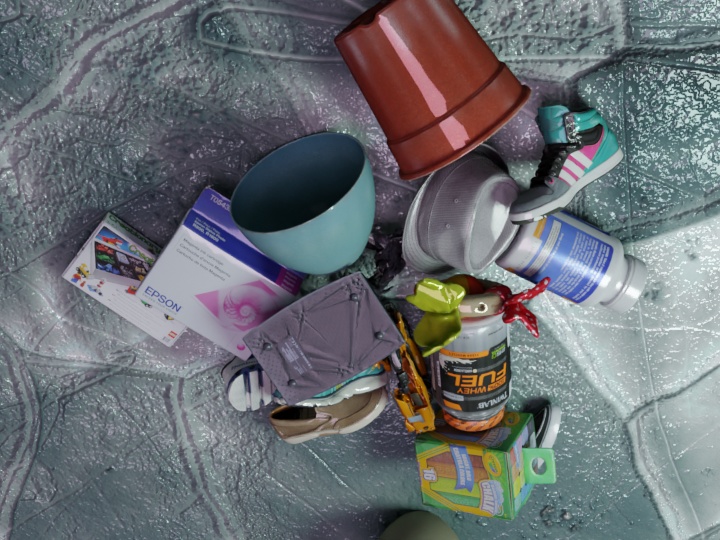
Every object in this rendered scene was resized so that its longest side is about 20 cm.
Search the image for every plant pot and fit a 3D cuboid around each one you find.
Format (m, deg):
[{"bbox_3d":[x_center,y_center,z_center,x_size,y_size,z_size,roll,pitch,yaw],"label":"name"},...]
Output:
[{"bbox_3d":[0.078,-0.251,1.261,0.200,0.201,0.196,-31,105,20],"label":"plant pot"},{"bbox_3d":[-0.060,-0.072,1.371,0.199,0.201,0.135,-18,129,14],"label":"plant pot"}]

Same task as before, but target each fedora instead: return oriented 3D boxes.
[{"bbox_3d":[0.153,-0.068,1.364,0.176,0.090,0.201,12,107,-41],"label":"fedora"}]

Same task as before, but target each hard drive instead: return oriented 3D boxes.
[{"bbox_3d":[-0.050,0.092,1.401,0.199,0.042,0.135,-30,103,17],"label":"hard drive"}]

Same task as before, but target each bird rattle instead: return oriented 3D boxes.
[{"bbox_3d":[0.155,0.034,1.389,0.199,0.163,0.113,-14,108,-13],"label":"bird rattle"}]

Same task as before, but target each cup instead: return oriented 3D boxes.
[{"bbox_3d":[0.101,0.498,1.710,0.199,0.143,0.201,2,120,4],"label":"cup"}]

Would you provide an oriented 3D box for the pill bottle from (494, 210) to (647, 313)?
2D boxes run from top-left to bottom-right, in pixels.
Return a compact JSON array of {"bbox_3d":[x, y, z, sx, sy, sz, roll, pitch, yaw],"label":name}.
[{"bbox_3d":[0.298,-0.016,1.416,0.199,0.112,0.112,26,119,-10],"label":"pill bottle"}]

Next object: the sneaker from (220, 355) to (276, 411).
[{"bbox_3d":[-0.132,0.149,1.565,0.198,0.115,0.081,-7,114,-27],"label":"sneaker"}]

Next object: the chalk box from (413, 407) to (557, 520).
[{"bbox_3d":[0.201,0.296,1.552,0.199,0.124,0.125,2,112,29],"label":"chalk box"}]

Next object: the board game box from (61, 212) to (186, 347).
[{"bbox_3d":[-0.336,0.017,1.526,0.200,0.035,0.126,36,117,-16],"label":"board game box"}]

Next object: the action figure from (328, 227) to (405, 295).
[{"bbox_3d":[0.000,0.000,1.448,0.102,0.119,0.200,25,124,-16],"label":"action figure"}]

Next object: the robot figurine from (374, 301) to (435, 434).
[{"bbox_3d":[0.062,0.147,1.515,0.058,0.145,0.201,-18,126,12],"label":"robot figurine"}]

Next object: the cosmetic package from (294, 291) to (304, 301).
[{"bbox_3d":[-0.177,0.019,1.506,0.200,0.051,0.082,41,113,-18],"label":"cosmetic package"}]

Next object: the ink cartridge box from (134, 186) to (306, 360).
[{"bbox_3d":[-0.194,0.010,1.451,0.196,0.043,0.200,32,117,-13],"label":"ink cartridge box"}]

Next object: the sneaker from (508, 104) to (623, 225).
[{"bbox_3d":[0.255,-0.155,1.322,0.200,0.083,0.121,-36,110,-24],"label":"sneaker"}]

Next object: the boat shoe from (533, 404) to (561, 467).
[{"bbox_3d":[0.262,0.292,1.624,0.056,0.069,0.201,19,122,-7],"label":"boat shoe"}]

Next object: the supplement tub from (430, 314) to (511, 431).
[{"bbox_3d":[0.165,0.134,1.507,0.122,0.123,0.201,-4,120,6],"label":"supplement tub"}]

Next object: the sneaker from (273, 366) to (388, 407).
[{"bbox_3d":[-0.048,0.157,1.517,0.077,0.199,0.080,-2,102,54],"label":"sneaker"}]

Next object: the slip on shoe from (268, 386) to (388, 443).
[{"bbox_3d":[-0.053,0.219,1.600,0.199,0.076,0.061,-18,134,22],"label":"slip on shoe"}]
